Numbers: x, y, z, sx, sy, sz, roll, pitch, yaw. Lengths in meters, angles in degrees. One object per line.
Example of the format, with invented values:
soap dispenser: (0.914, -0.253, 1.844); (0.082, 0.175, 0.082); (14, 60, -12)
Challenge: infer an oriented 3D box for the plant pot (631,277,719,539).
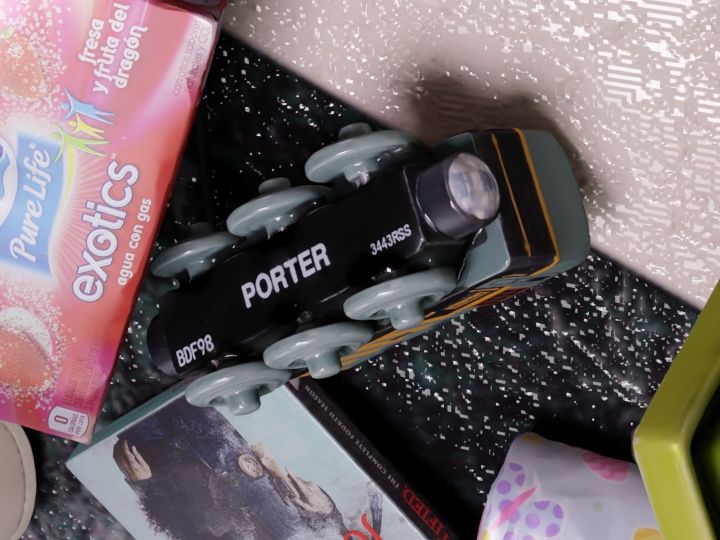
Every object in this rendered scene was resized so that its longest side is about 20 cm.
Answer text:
plant pot: (0.222, 0.077, 0.957); (0.181, 0.200, 0.199); (1, 128, 32)

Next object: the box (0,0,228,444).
box: (-0.122, -0.045, 1.032); (0.095, 0.100, 0.200); (17, 117, -5)

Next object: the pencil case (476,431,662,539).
pencil case: (0.148, 0.133, 1.112); (0.200, 0.083, 0.091); (15, 169, 13)

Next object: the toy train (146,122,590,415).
toy train: (0.000, 0.000, 1.052); (0.200, 0.114, 0.085); (-29, 72, 43)

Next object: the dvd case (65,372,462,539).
dvd case: (-0.027, 0.130, 1.203); (0.146, 0.022, 0.200); (-30, 108, 39)

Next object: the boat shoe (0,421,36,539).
boat shoe: (-0.214, 0.065, 1.239); (0.060, 0.072, 0.200); (47, 165, 42)
